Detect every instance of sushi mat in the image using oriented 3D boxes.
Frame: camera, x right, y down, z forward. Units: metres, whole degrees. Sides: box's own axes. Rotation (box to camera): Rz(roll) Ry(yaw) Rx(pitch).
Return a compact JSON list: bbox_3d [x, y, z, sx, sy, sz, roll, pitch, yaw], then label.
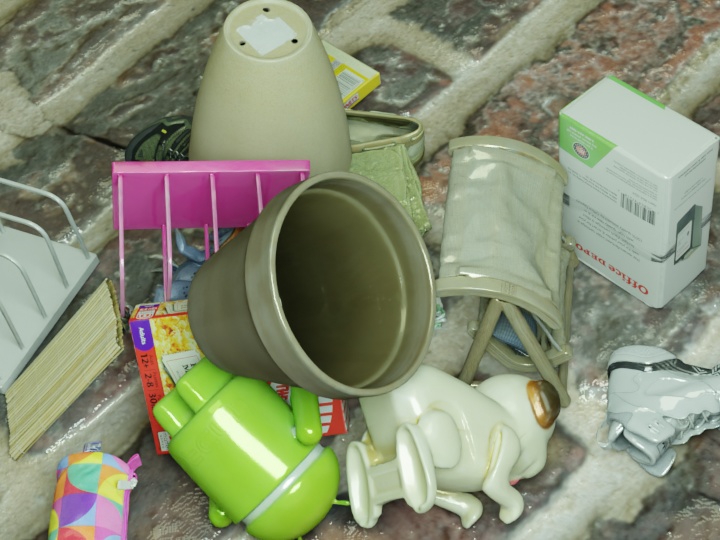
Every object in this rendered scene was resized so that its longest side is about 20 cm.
[{"bbox_3d":[-0.311,0.103,1.482,0.200,0.012,0.096,-45,42,26],"label":"sushi mat"}]

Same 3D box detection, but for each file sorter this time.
[{"bbox_3d":[-0.415,0.007,1.587,0.138,0.125,0.200,16,55,21],"label":"file sorter"},{"bbox_3d":[-0.154,-0.028,1.469,0.199,0.139,0.126,-1,67,-10],"label":"file sorter"}]

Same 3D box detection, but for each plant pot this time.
[{"bbox_3d":[-0.098,-0.190,1.544,0.187,0.200,0.188,2,56,-2],"label":"plant pot"},{"bbox_3d":[-0.059,0.025,1.288,0.173,0.200,0.200,-15,39,45],"label":"plant pot"}]

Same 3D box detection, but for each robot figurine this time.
[{"bbox_3d":[-0.103,0.176,1.368,0.200,0.175,0.116,45,31,2],"label":"robot figurine"}]

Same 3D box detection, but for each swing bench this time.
[{"bbox_3d":[0.151,0.001,1.438,0.129,0.200,0.199,1,51,11],"label":"swing bench"}]

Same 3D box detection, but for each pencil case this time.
[{"bbox_3d":[-0.262,0.268,1.372,0.088,0.089,0.201,-5,52,6],"label":"pencil case"}]

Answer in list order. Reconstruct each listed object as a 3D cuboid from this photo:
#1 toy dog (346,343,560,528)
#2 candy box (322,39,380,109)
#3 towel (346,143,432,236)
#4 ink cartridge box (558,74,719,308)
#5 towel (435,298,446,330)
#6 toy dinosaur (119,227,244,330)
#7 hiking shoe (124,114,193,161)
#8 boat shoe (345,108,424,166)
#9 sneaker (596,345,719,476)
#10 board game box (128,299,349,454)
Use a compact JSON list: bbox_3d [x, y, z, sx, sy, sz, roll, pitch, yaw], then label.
[{"bbox_3d":[0.094,0.154,1.358,0.199,0.140,0.195,0,65,-32],"label":"toy dog"},{"bbox_3d":[-0.078,-0.203,1.761,0.102,0.026,0.200,34,63,31],"label":"candy box"},{"bbox_3d":[-0.027,-0.068,1.605,0.199,0.037,0.149,-14,48,2],"label":"towel"},{"bbox_3d":[0.285,-0.079,1.481,0.084,0.200,0.145,-37,54,-23],"label":"ink cartridge box"},{"bbox_3d":[0.000,0.000,1.578,0.149,0.031,0.200,-15,50,-3],"label":"towel"},{"bbox_3d":[-0.189,0.017,1.594,0.181,0.105,0.200,-27,84,-24],"label":"toy dinosaur"},{"bbox_3d":[-0.200,-0.131,1.669,0.199,0.076,0.101,-1,31,24],"label":"hiking shoe"},{"bbox_3d":[-0.024,-0.163,1.677,0.200,0.063,0.073,9,63,7],"label":"boat shoe"},{"bbox_3d":[0.326,0.143,1.374,0.199,0.075,0.115,8,53,23],"label":"sneaker"},{"bbox_3d":[-0.120,0.099,1.439,0.199,0.152,0.046,-8,21,5],"label":"board game box"}]
